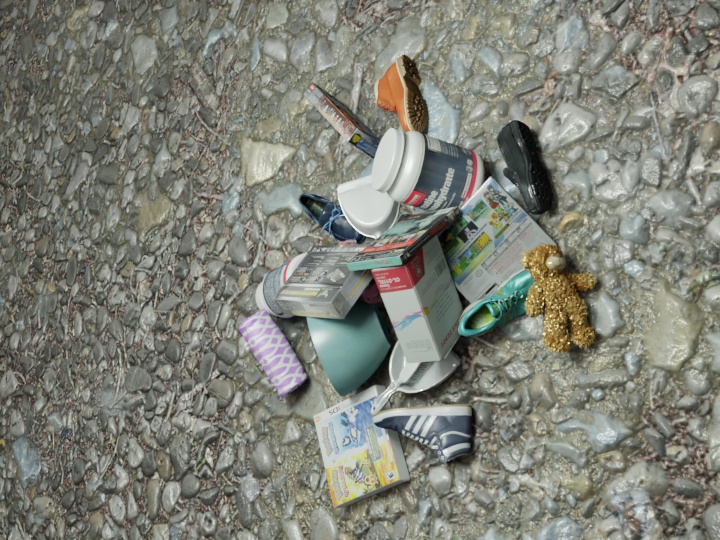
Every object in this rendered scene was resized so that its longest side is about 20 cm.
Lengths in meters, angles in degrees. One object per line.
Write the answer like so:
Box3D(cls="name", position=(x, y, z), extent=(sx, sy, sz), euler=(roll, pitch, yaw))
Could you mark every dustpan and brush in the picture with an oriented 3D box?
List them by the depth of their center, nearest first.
Box3D(cls="dustpan and brush", position=(0.092, 0.214, 1.576), extent=(0.140, 0.057, 0.202), euler=(45, 106, 36))
Box3D(cls="dustpan and brush", position=(0.033, -0.104, 1.714), extent=(0.137, 0.057, 0.204), euler=(-15, 69, 8))

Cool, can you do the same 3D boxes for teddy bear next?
Box3D(cls="teddy bear", position=(0.355, 0.048, 1.387), extent=(0.141, 0.067, 0.205), euler=(2, 78, -1))

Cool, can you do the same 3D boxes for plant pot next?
Box3D(cls="plant pot", position=(-0.013, 0.139, 1.620), extent=(0.132, 0.200, 0.204), euler=(-22, 64, 7))

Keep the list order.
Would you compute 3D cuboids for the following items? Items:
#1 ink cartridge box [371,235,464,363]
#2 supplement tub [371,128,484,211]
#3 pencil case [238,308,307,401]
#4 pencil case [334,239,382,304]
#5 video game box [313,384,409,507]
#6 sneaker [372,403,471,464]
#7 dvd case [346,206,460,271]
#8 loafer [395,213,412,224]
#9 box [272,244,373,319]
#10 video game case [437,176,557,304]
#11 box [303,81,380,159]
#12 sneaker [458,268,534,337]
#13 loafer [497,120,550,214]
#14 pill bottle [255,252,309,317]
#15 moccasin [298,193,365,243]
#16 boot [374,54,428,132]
Box3D(cls="ink cartridge box", position=(0.116, 0.053, 1.488), extent=(0.081, 0.146, 0.204), euler=(-9, 111, 34))
Box3D(cls="supplement tub", position=(0.134, -0.192, 1.548), extent=(0.140, 0.196, 0.144), euler=(-166, 90, -73))
Box3D(cls="pencil case", position=(-0.197, 0.187, 1.765), extent=(0.203, 0.083, 0.085), euler=(59, 161, 2))
Box3D(cls="pencil case", position=(0.000, 0.000, 1.660), extent=(0.082, 0.088, 0.200), euler=(-25, 28, -14))
Box3D(cls="video game box", position=(-0.002, 0.367, 1.632), extent=(0.181, 0.046, 0.204), euler=(-32, 61, 30))
Box3D(cls="sneaker", position=(0.120, 0.319, 1.506), extent=(0.195, 0.070, 0.111), euler=(-6, 76, 12))
Box3D(cls="dvd case", position=(0.083, -0.061, 1.481), extent=(0.144, 0.199, 0.022), euler=(-8, 115, 47))
Box3D(cls="loafer", position=(0.097, -0.016, 1.629), extent=(0.070, 0.067, 0.206), euler=(7, 89, 60))
Box3D(cls="box", position=(-0.066, 0.020, 1.573), extent=(0.198, 0.049, 0.159), euler=(-1, 46, 49))
Box3D(cls="video game case", position=(0.246, -0.044, 1.506), extent=(0.182, 0.022, 0.200), euler=(46, 109, 6))
Box3D(cls="box", position=(-0.032, -0.336, 1.770), extent=(0.040, 0.136, 0.201), euler=(-48, 54, 13))
Box3D(cls="sneaker", position=(0.268, 0.067, 1.460), extent=(0.199, 0.079, 0.078), euler=(-37, 82, 15))
Box3D(cls="loafer", position=(0.313, -0.193, 1.510), extent=(0.070, 0.067, 0.205), euler=(-36, 56, 41))
Box3D(cls="pill bottle", position=(-0.156, 0.042, 1.762), extent=(0.199, 0.117, 0.123), euler=(-23, 64, 53))
Box3D(cls="moccasin", position=(-0.073, -0.117, 1.791), extent=(0.198, 0.068, 0.082), euler=(27, 95, 37))
Box3D(cls="boot", position=(0.086, -0.370, 1.735), extent=(0.106, 0.074, 0.204), euler=(-29, 54, 32))
